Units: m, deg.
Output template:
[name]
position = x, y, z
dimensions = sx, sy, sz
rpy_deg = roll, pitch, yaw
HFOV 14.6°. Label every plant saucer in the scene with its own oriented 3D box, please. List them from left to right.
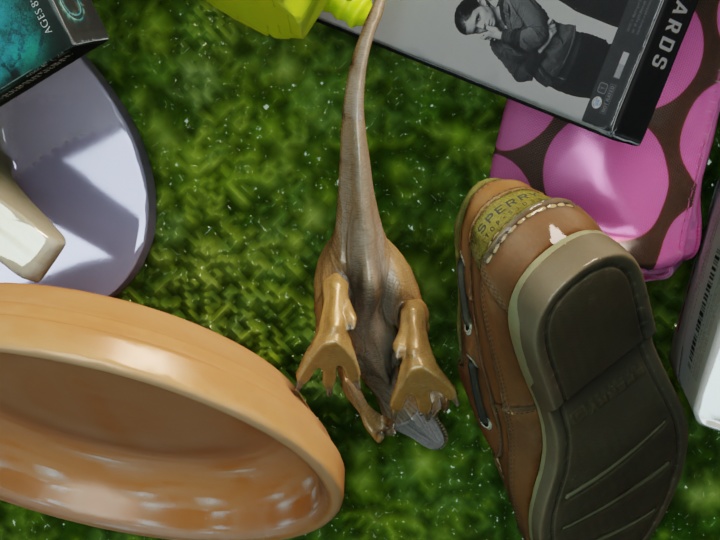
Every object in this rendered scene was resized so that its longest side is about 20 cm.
[plant saucer]
position = -0.101, 0.053, 1.077
dimensions = 0.200, 0.200, 0.038
rpy_deg = 10, 68, 7

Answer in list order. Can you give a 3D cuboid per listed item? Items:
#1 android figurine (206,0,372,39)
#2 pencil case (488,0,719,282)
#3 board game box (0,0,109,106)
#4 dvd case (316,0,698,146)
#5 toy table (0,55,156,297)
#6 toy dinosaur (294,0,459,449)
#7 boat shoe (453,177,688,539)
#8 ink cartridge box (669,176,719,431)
[android figurine]
position = -0.082, -0.149, 1.064
dimensions = 0.200, 0.182, 0.041
rpy_deg = 31, 84, 7
[pencil case]
position = 0.111, -0.094, 1.090
dimensions = 0.093, 0.091, 0.201
rpy_deg = 15, 96, 6
[board game box]
position = -0.188, -0.141, 1.017
dimensions = 0.135, 0.028, 0.200
rpy_deg = -29, 85, 29
[dvd case]
position = 0.056, -0.147, 1.070
dimensions = 0.200, 0.025, 0.151
rpy_deg = 26, 97, 43
[toy table]
position = -0.180, -0.058, 1.113
dimensions = 0.200, 0.117, 0.184
rpy_deg = 25, 95, 7
[toy dinosaur]
position = 0.000, 0.000, 1.071
dimensions = 0.060, 0.106, 0.200
rpy_deg = -7, 126, -2
[boat shoe]
position = 0.077, 0.042, 1.074
dimensions = 0.072, 0.200, 0.068
rpy_deg = -30, 51, -20
[ink cartridge box]
position = 0.174, -0.013, 1.029
dimensions = 0.084, 0.200, 0.147
rpy_deg = 16, 95, 3
